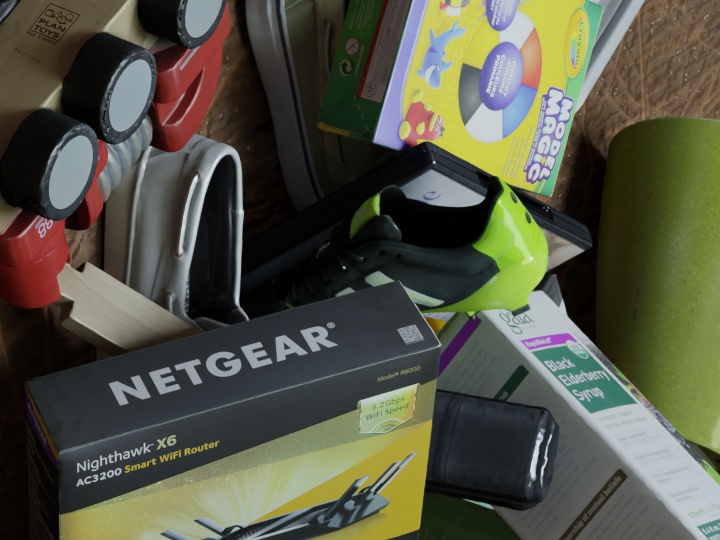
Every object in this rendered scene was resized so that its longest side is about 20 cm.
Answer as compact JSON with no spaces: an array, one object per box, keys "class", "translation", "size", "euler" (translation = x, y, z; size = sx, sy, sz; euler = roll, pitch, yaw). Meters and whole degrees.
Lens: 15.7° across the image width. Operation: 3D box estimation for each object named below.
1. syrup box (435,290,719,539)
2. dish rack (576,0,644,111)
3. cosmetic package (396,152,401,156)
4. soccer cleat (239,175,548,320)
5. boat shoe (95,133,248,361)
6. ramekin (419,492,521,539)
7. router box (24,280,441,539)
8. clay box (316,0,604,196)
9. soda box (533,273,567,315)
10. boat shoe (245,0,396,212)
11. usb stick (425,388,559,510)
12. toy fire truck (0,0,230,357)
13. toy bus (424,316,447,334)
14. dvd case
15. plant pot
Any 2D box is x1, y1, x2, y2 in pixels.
[{"class":"syrup box","translation":[0.120,0.106,1.407],"size":[0.082,0.200,0.079],"euler":[-52,156,23]},{"class":"dish rack","translation":[0.133,-0.217,1.658],"size":[0.200,0.043,0.172],"euler":[-58,142,-32]},{"class":"cosmetic package","translation":[0.036,-0.150,1.493],"size":[0.104,0.073,0.201],"euler":[-54,139,-34]},{"class":"soccer cleat","translation":[0.000,0.000,1.377],"size":[0.068,0.199,0.081],"euler":[-86,155,-51]},{"class":"boat shoe","translation":[-0.088,0.028,1.344],"size":[0.072,0.068,0.201],"euler":[-6,102,-57]},{"class":"ramekin","translation":[0.079,0.181,1.533],"size":[0.200,0.199,0.098],"euler":[14,94,-58]},{"class":"router box","translation":[-0.064,0.100,1.283],"size":[0.199,0.052,0.158],"euler":[-15,136,-20]},{"class":"clay box","translation":[0.066,-0.111,1.439],"size":[0.199,0.047,0.116],"euler":[13,94,-51]},{"class":"soda box","translation":[0.107,0.093,1.672],"size":[0.071,0.063,0.201],"euler":[-53,139,-37]},{"class":"boat shoe","translation":[-0.009,-0.084,1.447],"size":[0.072,0.062,0.201],"euler":[-56,141,-34]},{"class":"usb stick","translation":[0.010,0.085,1.390],"size":[0.033,0.199,0.056],"euler":[28,72,-67]},{"class":"toy fire truck","translation":[-0.119,-0.047,1.251],"size":[0.176,0.128,0.201],"euler":[-56,156,-30]},{"class":"toy bus","translation":[0.034,0.070,1.513],"size":[0.199,0.065,0.079],"euler":[14,61,-52]},{"class":"dvd case","translation":[0.029,-0.010,1.468],"size":[0.200,0.142,0.018],"euler":[23,43,-57]},{"class":"plant pot","translation":[0.229,0.030,1.725],"size":[0.187,0.186,0.201],"euler":[44,59,-52]}]
